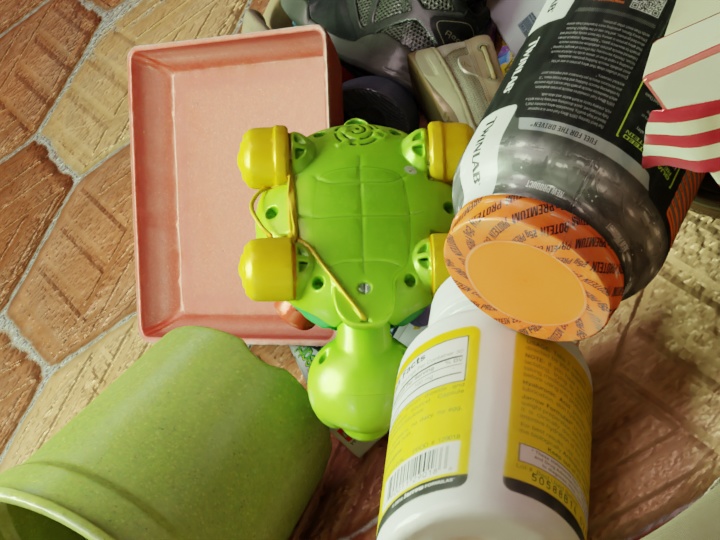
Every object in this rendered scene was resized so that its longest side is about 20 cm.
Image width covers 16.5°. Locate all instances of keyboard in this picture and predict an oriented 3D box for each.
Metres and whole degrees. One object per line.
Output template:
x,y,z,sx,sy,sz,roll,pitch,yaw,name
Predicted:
0.118,-0.166,1.638,0.056,0.011,0.200,-47,27,14,keyboard

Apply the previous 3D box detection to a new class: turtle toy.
0.000,0.000,1.480,0.145,0.101,0.201,-1,63,-1,turtle toy

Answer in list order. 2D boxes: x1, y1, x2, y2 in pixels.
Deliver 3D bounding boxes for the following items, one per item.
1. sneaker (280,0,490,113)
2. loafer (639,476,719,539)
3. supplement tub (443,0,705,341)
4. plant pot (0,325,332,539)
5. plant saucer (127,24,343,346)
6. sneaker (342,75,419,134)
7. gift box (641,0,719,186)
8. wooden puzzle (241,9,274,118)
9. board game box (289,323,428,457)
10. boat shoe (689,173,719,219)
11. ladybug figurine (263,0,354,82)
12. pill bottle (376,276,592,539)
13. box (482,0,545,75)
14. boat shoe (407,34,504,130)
0.024,-0.184,1.716,0.114,0.076,0.199,-54,32,-4,sneaker
0.160,0.148,1.190,0.200,0.068,0.076,-52,28,-9,loafer
0.127,-0.068,1.341,0.122,0.123,0.201,-13,38,47,supplement tub
-0.116,0.141,1.490,0.200,0.201,0.184,-10,33,49,plant pot
-0.074,-0.053,1.624,0.199,0.037,0.201,-1,92,47,plant saucer
0.001,-0.098,1.680,0.082,0.070,0.200,-47,4,-26,sneaker
0.255,-0.095,1.263,0.199,0.185,0.187,-28,25,36,gift box
-0.088,-0.075,1.738,0.200,0.046,0.186,-119,39,-69,wooden puzzle
0.012,0.022,1.598,0.126,0.035,0.200,-42,28,8,board game box
0.176,-0.078,1.466,0.072,0.068,0.200,-41,47,-11,boat shoe
-0.011,-0.195,1.870,0.135,0.072,0.201,-7,47,50,ladybug figurine
0.070,0.092,1.344,0.111,0.111,0.201,-29,33,30,pill bottle
0.128,-0.164,1.671,0.136,0.039,0.201,-24,36,36,box
0.093,-0.072,1.543,0.065,0.072,0.200,-21,50,-7,boat shoe
